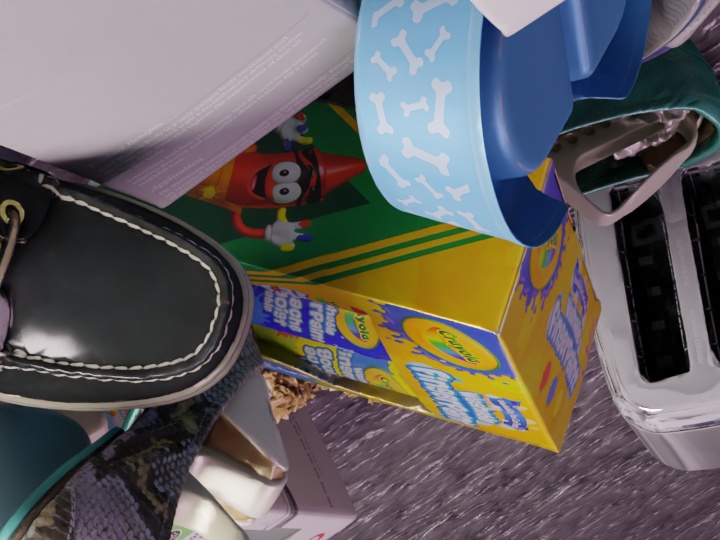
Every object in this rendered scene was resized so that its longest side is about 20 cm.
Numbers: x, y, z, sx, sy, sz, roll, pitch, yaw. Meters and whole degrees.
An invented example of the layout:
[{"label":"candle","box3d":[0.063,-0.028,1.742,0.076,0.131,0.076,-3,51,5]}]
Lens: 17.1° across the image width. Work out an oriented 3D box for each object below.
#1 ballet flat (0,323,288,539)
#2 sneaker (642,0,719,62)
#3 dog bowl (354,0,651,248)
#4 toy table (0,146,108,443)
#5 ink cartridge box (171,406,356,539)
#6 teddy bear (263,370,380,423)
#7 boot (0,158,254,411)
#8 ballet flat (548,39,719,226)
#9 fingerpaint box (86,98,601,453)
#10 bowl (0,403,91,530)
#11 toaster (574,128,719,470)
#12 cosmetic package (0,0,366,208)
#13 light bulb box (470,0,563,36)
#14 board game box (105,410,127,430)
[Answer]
[{"label":"ballet flat","box3d":[-0.062,0.070,0.800,0.072,0.072,0.200,-39,-172,27]},{"label":"sneaker","box3d":[0.164,-0.157,0.906,0.115,0.081,0.200,-12,153,-34]},{"label":"dog bowl","box3d":[0.052,-0.089,0.818,0.049,0.112,0.200,2,-146,23]},{"label":"toy table","box3d":[-0.194,0.045,0.869,0.199,0.118,0.184,-27,160,0]},{"label":"ink cartridge box","box3d":[-0.112,0.125,1.220,0.145,0.084,0.200,-35,159,17]},{"label":"teddy bear","box3d":[0.015,0.019,1.186,0.199,0.067,0.145,-17,149,-12]},{"label":"boot","box3d":[-0.139,-0.011,0.701,0.202,0.074,0.154,15,174,7]},{"label":"ballet flat","box3d":[0.081,-0.045,1.081,0.199,0.071,0.068,-24,147,-13]},{"label":"fingerpaint box","box3d":[0.000,0.000,0.944,0.166,0.074,0.200,15,167,14]},{"label":"bowl","box3d":[-0.165,0.141,0.819,0.200,0.105,0.201,-24,160,-9]},{"label":"toaster","box3d":[0.168,0.015,1.168,0.113,0.201,0.129,-11,165,16]},{"label":"cosmetic package","box3d":[-0.083,-0.095,0.724,0.107,0.091,0.200,-33,157,13]},{"label":"light bulb box","box3d":[0.063,-0.188,0.628,0.198,0.125,0.200,-33,161,10]},{"label":"board game box","box3d":[-0.170,0.085,1.017,0.200,0.105,0.103,-35,159,17]}]
